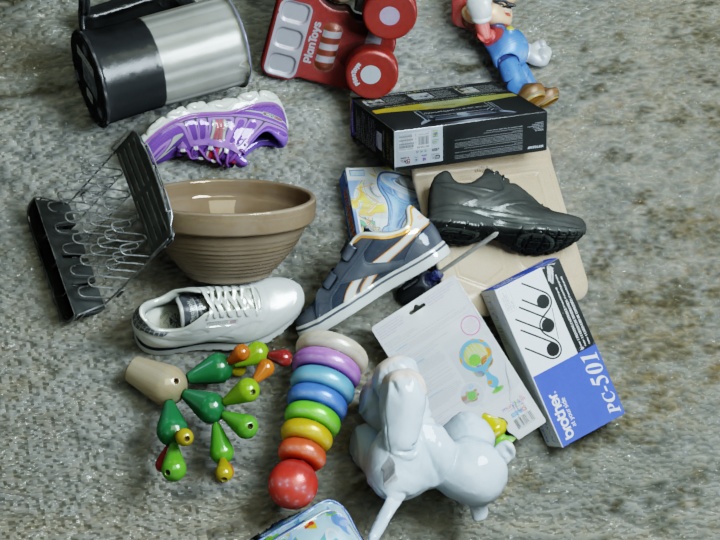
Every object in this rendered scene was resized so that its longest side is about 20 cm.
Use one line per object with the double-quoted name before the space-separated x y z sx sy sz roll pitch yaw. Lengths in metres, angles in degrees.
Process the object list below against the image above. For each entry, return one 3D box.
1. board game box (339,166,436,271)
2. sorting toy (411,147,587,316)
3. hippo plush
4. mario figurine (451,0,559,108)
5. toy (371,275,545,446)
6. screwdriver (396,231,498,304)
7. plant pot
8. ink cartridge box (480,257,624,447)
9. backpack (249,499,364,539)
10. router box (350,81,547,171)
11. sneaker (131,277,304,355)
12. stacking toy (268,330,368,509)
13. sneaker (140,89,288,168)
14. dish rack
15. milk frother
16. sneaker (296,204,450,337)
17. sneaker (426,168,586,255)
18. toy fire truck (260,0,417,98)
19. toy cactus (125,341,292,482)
"board game box" 0.082 -0.061 1.773 0.199 0.034 0.136 -4 69 -17
"sorting toy" 0.166 -0.047 1.754 0.184 0.036 0.201 -8 75 -18
"hippo plush" 0.088 0.186 1.580 0.160 0.160 0.200 10 23 -14
"mario figurine" 0.193 -0.305 1.863 0.106 0.124 0.201 -26 80 -10
"toy" 0.113 0.120 1.689 0.115 0.047 0.201 -32 88 0
"screwdriver" 0.098 -0.001 1.663 0.028 0.200 0.029 38 58 -12
"plant pot" -0.151 -0.041 1.650 0.200 0.201 0.093 -2 106 -15
"ink cartridge box" 0.225 0.095 1.702 0.094 0.044 0.201 -25 94 -19
"backpack" -0.066 0.350 1.498 0.199 0.147 0.183 -28 73 -20
"router box" 0.104 -0.178 1.767 0.199 0.157 0.053 -9 113 -17
"sneaker" -0.157 0.046 1.633 0.199 0.081 0.077 -14 69 -13
"stacking toy" -0.057 0.169 1.604 0.085 0.085 0.201 21 60 -5
"sneaker" -0.174 -0.155 1.727 0.199 0.081 0.084 -17 78 -21
"dish rack" -0.281 -0.052 1.595 0.054 0.200 0.154 -5 65 -45
"milk frother" -0.242 -0.295 1.701 0.187 0.200 0.181 -20 69 -21
"sneaker" 0.000 0.000 1.670 0.199 0.078 0.080 -33 94 4
"sneaker" 0.172 -0.073 1.707 0.199 0.076 0.091 9 64 -15
"toy fire truck" -0.025 -0.311 1.770 0.167 0.201 0.112 11 35 -9
"toy cactus" -0.179 0.143 1.602 0.164 0.102 0.201 24 65 18
